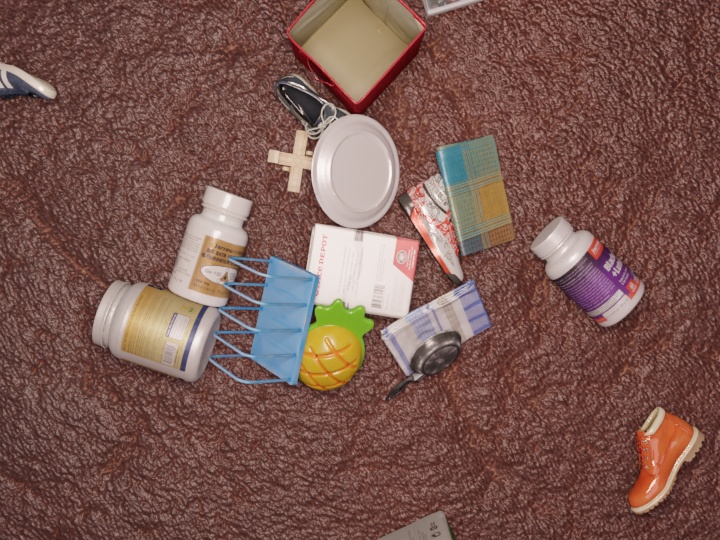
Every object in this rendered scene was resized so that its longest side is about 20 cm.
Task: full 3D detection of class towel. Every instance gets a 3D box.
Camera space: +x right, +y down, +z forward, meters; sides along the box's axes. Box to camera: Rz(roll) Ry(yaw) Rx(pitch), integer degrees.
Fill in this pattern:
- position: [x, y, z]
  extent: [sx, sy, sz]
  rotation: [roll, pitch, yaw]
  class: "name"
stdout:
- position: [0.144, 0.111, 1.293]
  extent: [0.198, 0.024, 0.148]
  rotation: [-30, 133, 0]
  class: "towel"
- position: [0.214, -0.140, 1.287]
  extent: [0.145, 0.022, 0.204]
  rotation: [-16, 95, -33]
  class: "towel"

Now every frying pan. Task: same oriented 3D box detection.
- position: [0.113, 0.178, 1.298]
  extent: [0.189, 0.115, 0.031]
  rotation: [-36, 53, 0]
  class: "frying pan"

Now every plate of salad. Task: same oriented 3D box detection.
- position: [-0.011, -0.179, 1.264]
  extent: [0.198, 0.048, 0.204]
  rotation: [-6, 99, -37]
  class: "plate of salad"

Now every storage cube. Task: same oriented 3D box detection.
- position: [-0.009, -0.399, 1.226]
  extent: [0.171, 0.180, 0.200]
  rotation: [43, 93, -3]
  class: "storage cube"

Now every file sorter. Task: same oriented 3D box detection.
- position: [-0.179, 0.087, 1.244]
  extent: [0.121, 0.138, 0.204]
  rotation: [4, 103, -44]
  class: "file sorter"

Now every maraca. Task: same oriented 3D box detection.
- position: [-0.053, 0.139, 1.279]
  extent: [0.135, 0.108, 0.202]
  rotation: [15, 119, -17]
  class: "maraca"

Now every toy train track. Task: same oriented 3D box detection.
- position: [-0.077, -0.200, 1.310]
  extent: [0.196, 0.033, 0.117]
  rotation: [9, 93, -2]
  class: "toy train track"

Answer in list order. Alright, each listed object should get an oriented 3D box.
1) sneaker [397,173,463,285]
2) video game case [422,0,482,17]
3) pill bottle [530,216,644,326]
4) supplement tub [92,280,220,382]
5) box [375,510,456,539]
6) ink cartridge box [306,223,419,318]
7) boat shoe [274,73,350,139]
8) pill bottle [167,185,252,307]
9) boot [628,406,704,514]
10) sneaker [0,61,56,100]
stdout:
- position: [0.165, -0.081, 1.301]
  extent: [0.107, 0.067, 0.203]
  rotation: [-33, 90, 4]
  class: "sneaker"
- position: [0.194, -0.590, 1.295]
  extent: [0.197, 0.023, 0.185]
  rotation: [-16, 93, 0]
  class: "video game case"
- position: [0.414, -0.002, 1.285]
  extent: [0.200, 0.111, 0.112]
  rotation: [42, 92, -3]
  class: "pill bottle"
- position: [-0.369, 0.107, 1.270]
  extent: [0.197, 0.144, 0.147]
  rotation: [19, 93, -2]
  class: "supplement tub"
- position: [0.110, 0.590, 1.274]
  extent: [0.197, 0.199, 0.174]
  rotation: [-24, 94, 1]
  class: "box"
- position: [0.000, 0.000, 1.297]
  extent: [0.196, 0.083, 0.150]
  rotation: [10, 93, -1]
  class: "ink cartridge box"
- position: [-0.073, -0.283, 1.277]
  extent: [0.200, 0.062, 0.075]
  rotation: [44, 118, -7]
  class: "boat shoe"
- position: [-0.270, -0.045, 1.277]
  extent: [0.113, 0.114, 0.203]
  rotation: [19, 93, -1]
  class: "pill bottle"
- position: [0.554, 0.361, 1.332]
  extent: [0.107, 0.075, 0.201]
  rotation: [35, 84, 1]
  class: "boot"
- position: [-0.656, -0.337, 1.281]
  extent: [0.197, 0.075, 0.086]
  rotation: [24, 92, 8]
  class: "sneaker"
